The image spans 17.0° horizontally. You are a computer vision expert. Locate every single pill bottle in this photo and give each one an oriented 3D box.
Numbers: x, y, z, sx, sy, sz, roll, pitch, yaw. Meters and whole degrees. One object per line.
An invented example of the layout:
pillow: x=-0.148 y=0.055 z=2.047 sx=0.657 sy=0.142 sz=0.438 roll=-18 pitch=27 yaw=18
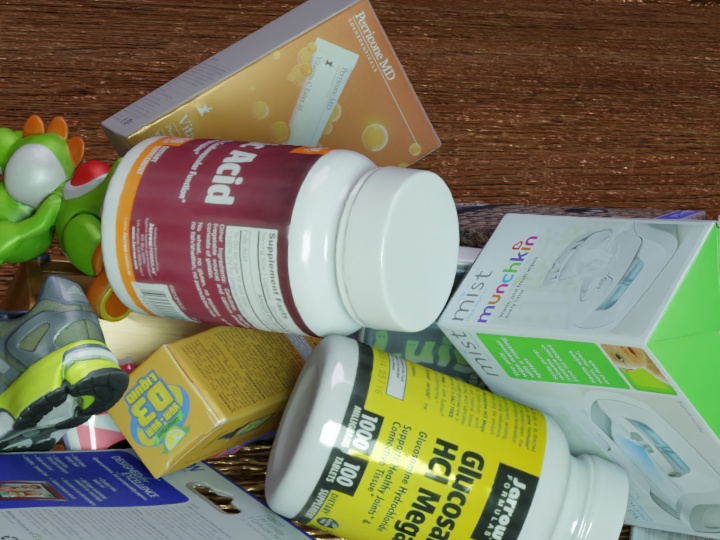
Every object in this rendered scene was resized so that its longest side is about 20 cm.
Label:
pill bottle: x=-0.049 y=-0.020 z=1.464 sx=0.199 sy=0.115 sz=0.114 roll=6 pitch=13 yaw=29
pill bottle: x=0.052 y=0.122 z=1.427 sx=0.199 sy=0.113 sz=0.113 roll=21 pitch=13 yaw=-9

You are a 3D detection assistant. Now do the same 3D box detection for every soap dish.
soap dish: x=-0.160 y=0.046 z=1.724 sx=0.198 sy=0.082 sz=0.157 roll=4 pitch=15 yaw=-11

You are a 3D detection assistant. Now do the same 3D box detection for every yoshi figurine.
yoshi figurine: x=-0.204 y=-0.023 z=1.676 sx=0.112 sy=0.113 sz=0.200 roll=-41 pitch=52 yaw=-14

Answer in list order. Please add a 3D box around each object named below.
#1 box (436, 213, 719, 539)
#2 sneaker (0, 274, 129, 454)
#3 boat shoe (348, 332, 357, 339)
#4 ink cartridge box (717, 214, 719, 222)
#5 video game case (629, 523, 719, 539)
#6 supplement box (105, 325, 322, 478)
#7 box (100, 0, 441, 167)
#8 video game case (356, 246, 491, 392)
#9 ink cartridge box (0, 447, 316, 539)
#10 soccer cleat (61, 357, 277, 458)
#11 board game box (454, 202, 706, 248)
box: x=0.176 y=0.064 z=1.445 sx=0.176 sy=0.200 sz=0.097 roll=4 pitch=52 yaw=48
sneaker: x=-0.214 y=0.069 z=1.480 sx=0.074 sy=0.081 sz=0.200 roll=7 pitch=-28 yaw=-44
boat shoe: x=-0.004 y=0.068 z=1.754 sx=0.068 sy=0.057 sz=0.200 roll=12 pitch=16 yaw=15
ink cartridge box: x=0.305 y=0.062 z=1.636 sx=0.144 sy=0.201 sz=0.084 roll=12 pitch=16 yaw=21
video game case: x=0.258 y=0.185 z=1.509 sx=0.181 sy=0.023 sz=0.200 roll=8 pitch=14 yaw=7
supplement box: x=-0.079 y=0.071 z=1.526 sx=0.069 sy=0.066 sz=0.200 roll=52 pitch=24 yaw=7
box: x=-0.064 y=-0.097 z=1.716 sx=0.199 sy=0.125 sz=0.097 roll=-32 pitch=17 yaw=-10
video game case: x=0.094 y=0.068 z=1.572 sx=0.198 sy=0.183 sz=0.023 roll=6 pitch=34 yaw=-4
ink cartridge box: x=-0.151 y=0.154 z=1.403 sx=0.199 sy=0.047 sz=0.197 roll=2 pitch=14 yaw=-33
soccer cleat: x=-0.123 y=0.104 z=1.587 sx=0.066 sy=0.077 sz=0.199 roll=-17 pitch=-19 yaw=37
board game box: x=0.127 y=0.010 z=1.698 sx=0.199 sy=0.098 sz=0.159 roll=3 pitch=8 yaw=24
